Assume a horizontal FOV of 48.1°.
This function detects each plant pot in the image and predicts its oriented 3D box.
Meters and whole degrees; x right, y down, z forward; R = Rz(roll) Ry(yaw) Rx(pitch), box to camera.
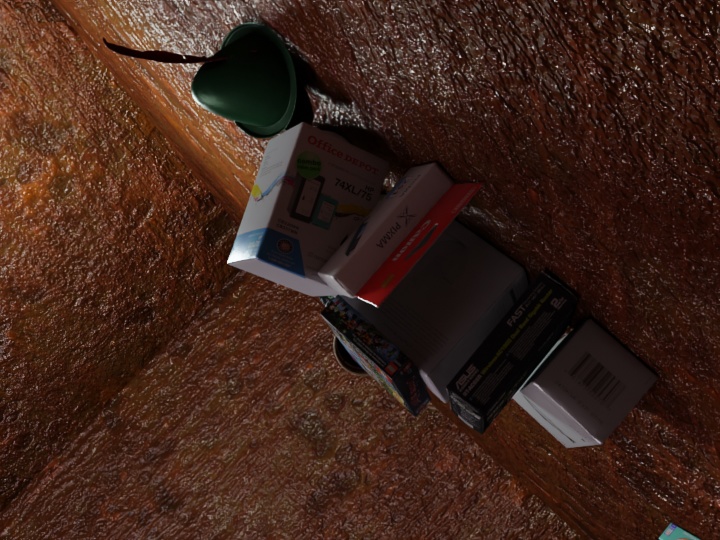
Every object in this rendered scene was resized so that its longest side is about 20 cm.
[{"bbox_3d":[0.004,0.217,2.591,0.200,0.200,0.198,46,180,-10],"label":"plant pot"}]

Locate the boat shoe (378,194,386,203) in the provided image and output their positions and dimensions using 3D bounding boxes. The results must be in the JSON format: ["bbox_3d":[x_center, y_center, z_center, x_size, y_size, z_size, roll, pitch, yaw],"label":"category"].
[{"bbox_3d":[-0.020,-0.087,1.306,0.072,0.199,0.060,-37,-57,-64],"label":"boat shoe"}]

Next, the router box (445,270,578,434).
[{"bbox_3d":[0.198,0.113,1.064,0.062,0.200,0.150,37,170,19],"label":"router box"}]

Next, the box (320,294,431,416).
[{"bbox_3d":[0.025,0.123,1.122,0.136,0.038,0.200,41,171,26],"label":"box"}]

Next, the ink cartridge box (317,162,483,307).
[{"bbox_3d":[0.044,-0.050,1.016,0.045,0.200,0.176,43,171,-15],"label":"ink cartridge box"}]

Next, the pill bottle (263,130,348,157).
[{"bbox_3d":[-0.090,-0.178,1.341,0.114,0.114,0.200,48,171,-23],"label":"pill bottle"}]

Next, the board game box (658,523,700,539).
[{"bbox_3d":[0.692,0.593,1.558,0.200,0.045,0.152,48,171,-13],"label":"board game box"}]

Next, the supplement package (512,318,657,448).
[{"bbox_3d":[0.298,0.161,1.105,0.117,0.117,0.200,41,171,12],"label":"supplement package"}]

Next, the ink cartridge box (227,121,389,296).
[{"bbox_3d":[-0.076,-0.082,1.155,0.146,0.201,0.146,21,169,-23],"label":"ink cartridge box"}]

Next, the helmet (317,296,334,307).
[{"bbox_3d":[0.000,0.000,1.575,0.200,0.200,0.191,43,155,6],"label":"helmet"}]

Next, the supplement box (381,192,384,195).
[{"bbox_3d":[0.083,-0.042,1.349,0.200,0.061,0.109,42,172,26],"label":"supplement box"}]

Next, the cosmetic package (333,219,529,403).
[{"bbox_3d":[0.107,0.043,1.168,0.199,0.200,0.123,40,170,32],"label":"cosmetic package"}]

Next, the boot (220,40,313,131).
[{"bbox_3d":[-0.136,-0.266,1.271,0.200,0.073,0.151,46,171,16],"label":"boot"}]

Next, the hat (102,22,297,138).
[{"bbox_3d":[-0.216,-0.254,1.123,0.199,0.176,0.167,8,112,42],"label":"hat"}]
